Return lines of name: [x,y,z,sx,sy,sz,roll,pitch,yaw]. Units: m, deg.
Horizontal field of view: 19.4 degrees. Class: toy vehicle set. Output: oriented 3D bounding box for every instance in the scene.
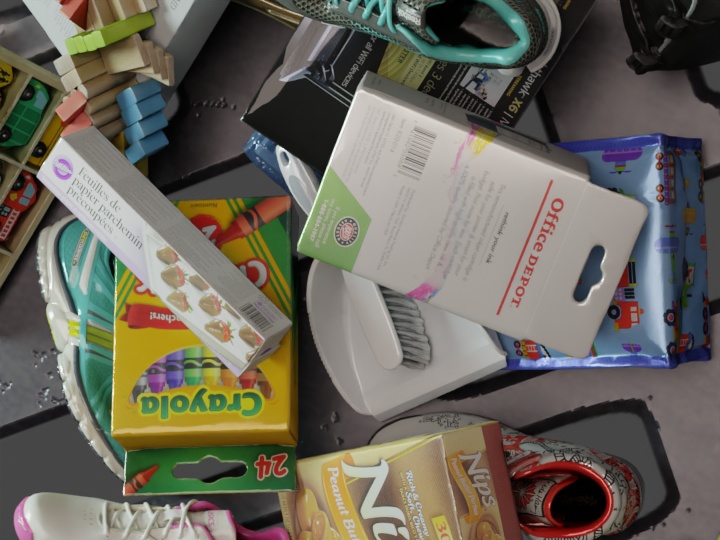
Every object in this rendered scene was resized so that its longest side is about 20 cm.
toy vehicle set: [-0.281,-0.061,1.512,0.026,0.124,0.201,39,100,43]

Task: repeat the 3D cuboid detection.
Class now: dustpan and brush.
dustpan and brush: [0.000,0.000,1.434,0.139,0.057,0.201,-27,86,39]

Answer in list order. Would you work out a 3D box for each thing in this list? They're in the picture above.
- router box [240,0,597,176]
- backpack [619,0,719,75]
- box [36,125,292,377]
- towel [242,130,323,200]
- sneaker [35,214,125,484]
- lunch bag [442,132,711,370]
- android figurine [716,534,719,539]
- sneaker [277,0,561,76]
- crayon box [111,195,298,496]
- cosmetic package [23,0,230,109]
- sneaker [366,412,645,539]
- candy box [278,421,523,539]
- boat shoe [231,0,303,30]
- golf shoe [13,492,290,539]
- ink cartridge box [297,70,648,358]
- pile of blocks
router box: [0.039,-0.142,1.386,0.157,0.052,0.201,33,104,-2]
backpack: [0.223,-0.249,1.354,0.149,0.178,0.202,-15,80,-8]
box: [-0.131,-0.014,1.411,0.200,0.041,0.039,44,121,10]
towel: [0.021,-0.125,1.449,0.111,0.049,0.200,38,102,-13]
sneaker: [-0.177,0.055,1.508,0.079,0.078,0.202,-15,85,5]
lunch bag: [0.128,-0.010,1.424,0.198,0.094,0.152,-2,90,26]
android figurine: [0.275,0.246,1.397,0.181,0.041,0.201,26,97,14]
sneaker: [0.029,-0.172,1.305,0.198,0.091,0.078,15,103,2]
crayon box: [-0.106,0.052,1.451,0.126,0.051,0.202,-3,73,5]
cosmetic package: [-0.163,-0.214,1.462,0.151,0.051,0.200,55,142,11]
sneaker: [0.088,0.137,1.414,0.199,0.108,0.068,10,91,15]
candy box: [0.025,0.172,1.402,0.199,0.055,0.117,-18,83,54]
boat shoe: [-0.046,-0.208,1.478,0.199,0.063,0.074,21,93,11]
golf shoe: [-0.137,0.183,1.441,0.199,0.076,0.092,23,121,-24]
ink cartridge box: [0.073,-0.035,1.347,0.198,0.067,0.118,22,104,0]
pile of blocks: [-0.175,-0.124,1.444,0.082,0.062,0.202,24,130,38]
